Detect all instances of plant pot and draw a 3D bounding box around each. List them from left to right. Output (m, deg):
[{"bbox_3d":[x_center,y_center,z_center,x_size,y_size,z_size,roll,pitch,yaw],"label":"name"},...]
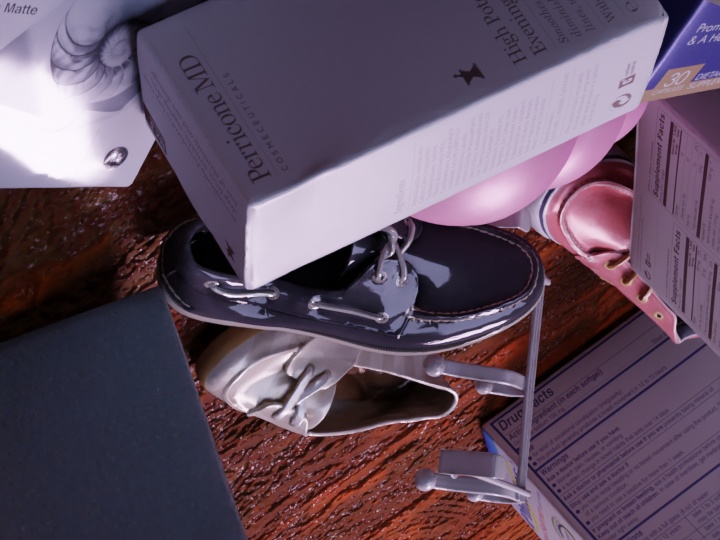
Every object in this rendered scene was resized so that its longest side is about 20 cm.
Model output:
[{"bbox_3d":[-0.166,0.158,0.910,0.200,0.197,0.196,-13,142,-14],"label":"plant pot"}]

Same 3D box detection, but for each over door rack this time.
[{"bbox_3d":[0.065,0.051,1.061,0.200,0.066,0.148,51,43,-75],"label":"over door rack"}]

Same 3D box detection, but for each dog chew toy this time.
[{"bbox_3d":[0.078,-0.092,0.937,0.200,0.125,0.125,-16,141,-49],"label":"dog chew toy"}]

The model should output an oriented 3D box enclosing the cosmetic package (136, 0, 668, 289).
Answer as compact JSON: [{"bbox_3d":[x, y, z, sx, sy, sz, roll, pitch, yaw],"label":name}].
[{"bbox_3d":[0.016,-0.085,0.789,0.200,0.102,0.074,-26,155,-17],"label":"cosmetic package"}]

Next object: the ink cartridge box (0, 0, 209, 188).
[{"bbox_3d":[-0.134,-0.118,0.735,0.199,0.041,0.200,-5,133,-46],"label":"ink cartridge box"}]

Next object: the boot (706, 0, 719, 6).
[{"bbox_3d":[0.076,-0.194,0.718,0.073,0.200,0.182,-57,159,-35],"label":"boot"}]

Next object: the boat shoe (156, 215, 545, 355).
[{"bbox_3d":[0.000,0.000,0.927,0.200,0.073,0.063,3,166,-9],"label":"boat shoe"}]

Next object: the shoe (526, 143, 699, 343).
[{"bbox_3d":[0.177,-0.016,1.163,0.071,0.091,0.200,-48,149,10],"label":"shoe"}]

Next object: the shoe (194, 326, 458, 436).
[{"bbox_3d":[-0.013,0.060,1.080,0.200,0.053,0.070,6,126,-52],"label":"shoe"}]

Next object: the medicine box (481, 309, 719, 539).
[{"bbox_3d":[0.218,0.143,1.301,0.182,0.200,0.103,-35,146,-12],"label":"medicine box"}]

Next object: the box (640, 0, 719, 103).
[{"bbox_3d":[0.202,-0.158,0.850,0.121,0.032,0.200,-13,148,-35],"label":"box"}]

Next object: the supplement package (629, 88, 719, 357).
[{"bbox_3d":[0.267,-0.064,1.065,0.200,0.111,0.156,-28,141,-18],"label":"supplement package"}]
